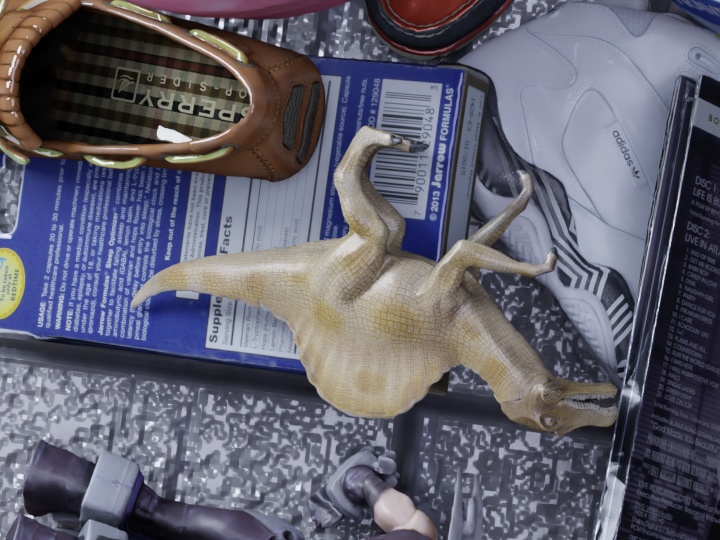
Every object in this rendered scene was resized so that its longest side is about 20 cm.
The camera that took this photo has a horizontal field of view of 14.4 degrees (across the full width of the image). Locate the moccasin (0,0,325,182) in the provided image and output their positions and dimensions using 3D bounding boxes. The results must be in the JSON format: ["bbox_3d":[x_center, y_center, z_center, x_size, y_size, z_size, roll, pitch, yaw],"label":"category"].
[{"bbox_3d":[-0.115,-0.071,1.063,0.201,0.078,0.074,17,92,25],"label":"moccasin"}]

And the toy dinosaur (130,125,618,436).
[{"bbox_3d":[0.000,0.000,1.018,0.200,0.058,0.101,17,93,24],"label":"toy dinosaur"}]

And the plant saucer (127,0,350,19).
[{"bbox_3d":[-0.023,-0.166,1.070,0.200,0.051,0.201,-13,50,16],"label":"plant saucer"}]

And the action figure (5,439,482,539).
[{"bbox_3d":[-0.034,0.117,1.080,0.200,0.069,0.130,15,52,1],"label":"action figure"}]

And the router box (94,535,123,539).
[{"bbox_3d":[-0.094,0.218,1.004,0.062,0.150,0.200,12,125,10],"label":"router box"}]

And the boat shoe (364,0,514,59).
[{"bbox_3d":[0.063,-0.174,1.108,0.071,0.063,0.200,33,89,-1],"label":"boat shoe"}]

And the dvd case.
[{"bbox_3d":[0.152,0.044,1.064,0.149,0.016,0.200,21,75,-40],"label":"dvd case"}]

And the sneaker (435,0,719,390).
[{"bbox_3d":[0.117,-0.024,1.095,0.115,0.075,0.200,-39,85,1],"label":"sneaker"}]

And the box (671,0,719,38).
[{"bbox_3d":[0.192,-0.080,1.029,0.200,0.122,0.048,31,88,-37],"label":"box"}]

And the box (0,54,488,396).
[{"bbox_3d":[-0.054,-0.025,1.092,0.200,0.032,0.121,7,88,23],"label":"box"}]
